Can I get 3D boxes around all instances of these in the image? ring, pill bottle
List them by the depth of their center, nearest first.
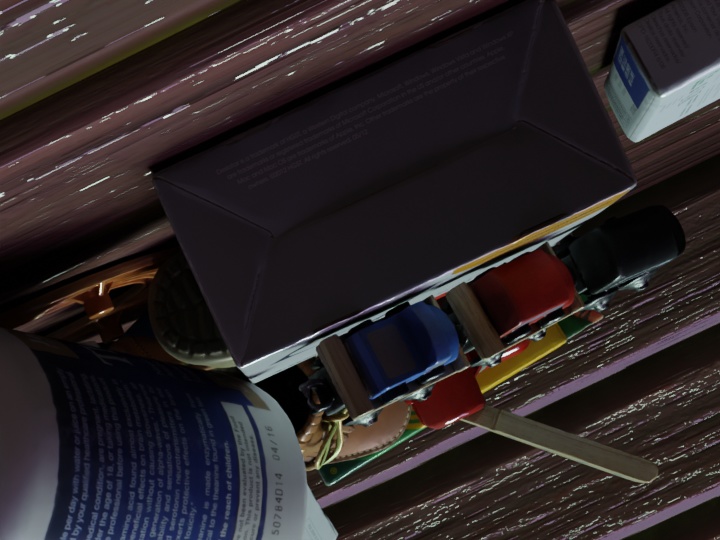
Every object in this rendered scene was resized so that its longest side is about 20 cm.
[{"bbox_3d":[-0.123,0.080,0.672,0.111,0.111,0.200,-27,152,34],"label":"pill bottle"},{"bbox_3d":[-0.163,0.038,0.868,0.200,0.019,0.200,-25,176,-2],"label":"ring"}]

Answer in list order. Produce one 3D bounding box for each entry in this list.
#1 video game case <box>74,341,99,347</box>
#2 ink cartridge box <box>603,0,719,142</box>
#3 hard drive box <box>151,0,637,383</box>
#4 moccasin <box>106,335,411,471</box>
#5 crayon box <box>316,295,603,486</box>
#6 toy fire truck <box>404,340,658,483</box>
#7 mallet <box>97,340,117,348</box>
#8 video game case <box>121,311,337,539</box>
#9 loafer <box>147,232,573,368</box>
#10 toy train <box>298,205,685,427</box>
[{"bbox_3d":[-0.235,0.093,0.780,0.200,0.046,0.181,-26,169,39],"label":"video game case"},{"bbox_3d":[0.212,-0.131,0.842,0.199,0.043,0.196,-29,176,4],"label":"ink cartridge box"},{"bbox_3d":[0.009,-0.023,0.706,0.155,0.077,0.200,-25,177,-3],"label":"hard drive box"},{"bbox_3d":[-0.042,0.069,0.940,0.078,0.074,0.201,14,177,44],"label":"moccasin"},{"bbox_3d":[0.033,0.024,1.072,0.200,0.127,0.051,-32,175,-3],"label":"crayon box"},{"bbox_3d":[0.063,0.037,0.948,0.128,0.201,0.176,-26,176,14],"label":"toy fire truck"},{"bbox_3d":[-0.148,0.052,1.083,0.066,0.041,0.200,-32,169,34],"label":"mallet"},{"bbox_3d":[-0.120,0.147,0.972,0.045,0.182,0.200,8,-135,43],"label":"video game case"},{"bbox_3d":[0.000,0.000,0.839,0.199,0.076,0.067,-9,174,-3],"label":"loafer"},{"bbox_3d":[0.057,0.013,0.667,0.200,0.034,0.046,-23,172,-41],"label":"toy train"}]
